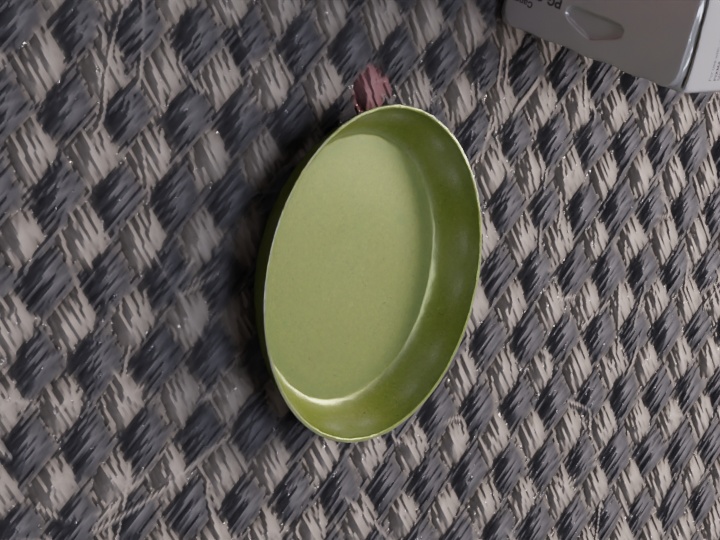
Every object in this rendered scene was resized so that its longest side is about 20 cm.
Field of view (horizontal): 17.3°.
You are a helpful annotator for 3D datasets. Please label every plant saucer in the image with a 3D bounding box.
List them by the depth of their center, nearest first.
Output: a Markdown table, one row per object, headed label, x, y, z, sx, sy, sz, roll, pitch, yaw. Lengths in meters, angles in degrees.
| label | x | y | z | sx | sy | sz | roll | pitch | yaw |
| --- | --- | --- | --- | --- | --- | --- | --- | --- | --- |
| plant saucer | 0.000 | 0.000 | 1.387 | 0.200 | 0.031 | 0.200 | -18 | 114 | -47 |

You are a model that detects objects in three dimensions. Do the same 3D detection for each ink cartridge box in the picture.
| label | x | y | z | sx | sy | sz | roll | pitch | yaw |
| --- | --- | --- | --- | --- | --- | --- | --- | --- | --- |
| ink cartridge box | 0.208 | -0.175 | 1.495 | 0.200 | 0.145 | 0.085 | -7 | 117 | -50 |
